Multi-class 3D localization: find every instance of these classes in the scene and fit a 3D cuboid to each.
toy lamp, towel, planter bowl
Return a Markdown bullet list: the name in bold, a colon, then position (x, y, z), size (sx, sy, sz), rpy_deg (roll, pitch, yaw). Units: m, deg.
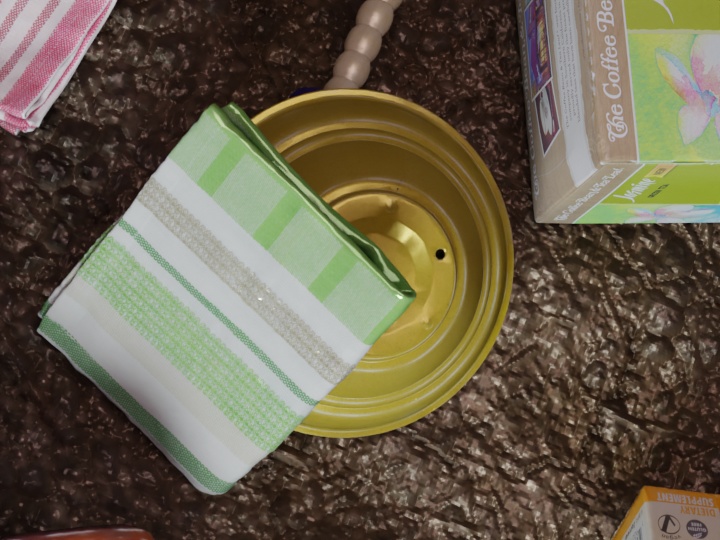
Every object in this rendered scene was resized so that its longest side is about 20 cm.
- **toy lamp**: position (0.005, -0.139, 1.148), size (0.058, 0.058, 0.201), rpy_deg (26, 73, -5)
- **towel**: position (-0.074, 0.019, 1.031), size (0.149, 0.200, 0.031), rpy_deg (44, 37, -1)
- **towel**: position (-0.242, -0.185, 1.120), size (0.199, 0.030, 0.147), rpy_deg (29, 72, -4)
- **planter bowl**: position (0.000, 0.000, 1.069), size (0.199, 0.083, 0.202), rpy_deg (-1, 95, -11)

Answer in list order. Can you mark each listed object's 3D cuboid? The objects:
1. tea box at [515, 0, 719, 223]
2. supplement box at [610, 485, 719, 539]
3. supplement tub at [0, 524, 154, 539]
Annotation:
- **tea box**: position (0.203, -0.140, 1.150), size (0.195, 0.134, 0.201), rpy_deg (-2, 77, -12)
- **supplement box**: position (0.214, 0.224, 1.057), size (0.125, 0.074, 0.201), rpy_deg (6, 51, -11)
- **supplement tub**: position (-0.148, 0.237, 0.996), size (0.106, 0.107, 0.201), rpy_deg (-5, 77, -13)
